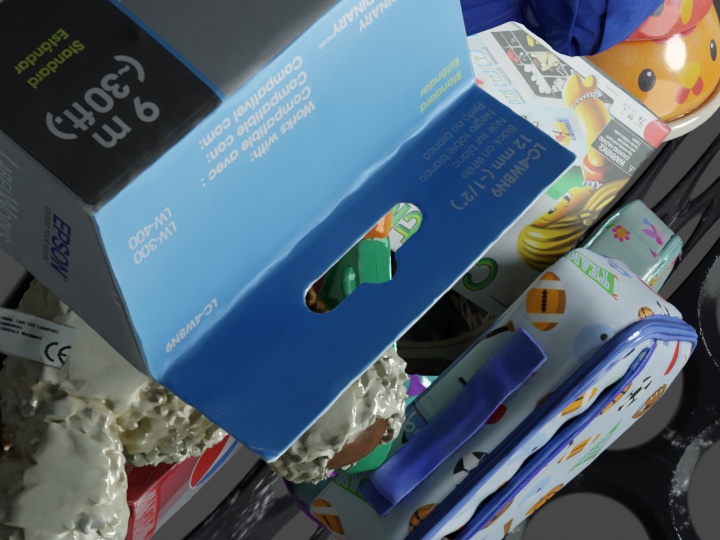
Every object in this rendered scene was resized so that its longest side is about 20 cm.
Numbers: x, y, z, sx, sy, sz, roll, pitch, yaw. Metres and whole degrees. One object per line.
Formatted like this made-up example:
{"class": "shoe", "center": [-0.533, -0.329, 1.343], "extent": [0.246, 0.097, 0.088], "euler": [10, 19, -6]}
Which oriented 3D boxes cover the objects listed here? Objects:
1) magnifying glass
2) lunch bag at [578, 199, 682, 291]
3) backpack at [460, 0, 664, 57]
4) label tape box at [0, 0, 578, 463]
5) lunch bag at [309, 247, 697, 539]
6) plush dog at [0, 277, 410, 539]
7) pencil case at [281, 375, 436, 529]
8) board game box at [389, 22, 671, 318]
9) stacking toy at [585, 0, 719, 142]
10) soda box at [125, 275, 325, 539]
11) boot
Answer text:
{"class": "magnifying glass", "center": [0.000, 0.000, 1.055], "extent": [0.022, 0.080, 0.200], "euler": [-3, 117, -21]}
{"class": "lunch bag", "center": [0.218, 0.033, 2.188], "extent": [0.200, 0.077, 0.160], "euler": [-47, 167, -15]}
{"class": "backpack", "center": [0.057, -0.180, 0.784], "extent": [0.163, 0.168, 0.200], "euler": [-54, 165, -14]}
{"class": "label tape box", "center": [-0.051, -0.065, 0.646], "extent": [0.143, 0.200, 0.066], "euler": [-43, 164, -28]}
{"class": "lunch bag", "center": [0.069, 0.078, 1.150], "extent": [0.200, 0.076, 0.160], "euler": [-46, 166, 11]}
{"class": "plush dog", "center": [-0.097, 0.036, 1.020], "extent": [0.200, 0.161, 0.172], "euler": [-23, 180, -8]}
{"class": "pencil case", "center": [0.030, 0.102, 1.692], "extent": [0.200, 0.092, 0.085], "euler": [-41, 165, -31]}
{"class": "board game box", "center": [0.041, -0.068, 1.092], "extent": [0.200, 0.035, 0.126], "euler": [31, 103, -40]}
{"class": "stacking toy", "center": [0.134, -0.177, 1.226], "extent": [0.146, 0.146, 0.200], "euler": [-40, 147, -38]}
{"class": "soda box", "center": [-0.079, 0.053, 1.203], "extent": [0.200, 0.070, 0.063], "euler": [-44, 163, -31]}
{"class": "boot", "center": [0.051, -0.043, 1.241], "extent": [0.200, 0.073, 0.151], "euler": [-41, 129, -61]}
